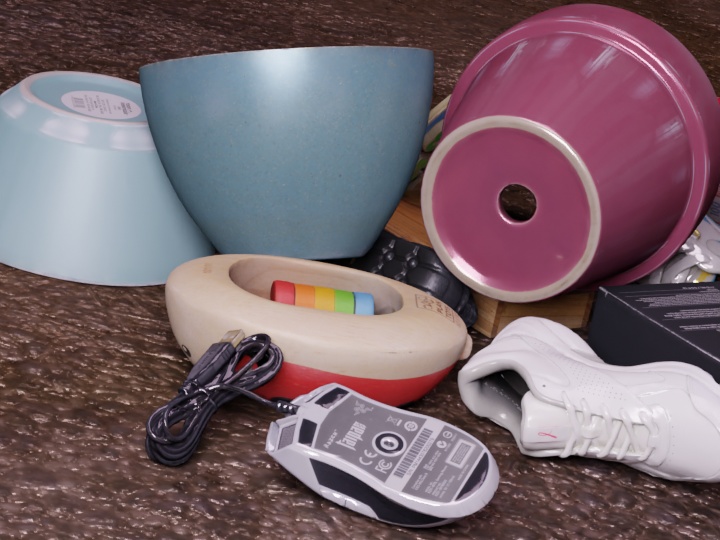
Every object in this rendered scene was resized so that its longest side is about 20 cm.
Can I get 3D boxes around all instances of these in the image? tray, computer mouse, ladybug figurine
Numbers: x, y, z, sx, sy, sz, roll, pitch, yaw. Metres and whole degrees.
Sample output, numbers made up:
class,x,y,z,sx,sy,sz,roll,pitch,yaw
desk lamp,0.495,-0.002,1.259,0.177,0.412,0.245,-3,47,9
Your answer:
class,x,y,z,sx,sy,sz,roll,pitch,yaw
tray,0.071,-0.009,1.738,0.098,0.037,0.200,-4,24,-40
computer mouse,-0.016,0.104,1.346,0.199,0.044,0.110,22,42,17
ladybug figurine,-0.028,0.043,1.476,0.198,0.072,0.136,10,18,-5

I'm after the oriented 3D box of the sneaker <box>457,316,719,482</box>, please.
class,x,y,z,sx,sy,sz,roll,pitch,yaw
sneaker,0.145,0.095,1.456,0.199,0.079,0.099,16,26,34

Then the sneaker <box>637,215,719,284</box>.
class,x,y,z,sx,sy,sz,roll,pitch,yaw
sneaker,0.227,-0.016,1.711,0.199,0.077,0.081,33,18,-13

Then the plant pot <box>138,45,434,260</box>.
class,x,y,z,sx,sy,sz,roll,pitch,yaw
plant pot,-0.046,-0.074,1.568,0.198,0.136,0.200,-3,0,0

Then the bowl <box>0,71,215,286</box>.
class,x,y,z,sx,sy,sz,roll,pitch,yaw
bowl,-0.193,-0.074,1.657,0.199,0.106,0.201,10,20,-4

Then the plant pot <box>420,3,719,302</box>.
class,x,y,z,sx,sy,sz,roll,pitch,yaw
plant pot,0.131,-0.067,1.592,0.199,0.201,0.179,19,25,19

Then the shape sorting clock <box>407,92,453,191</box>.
class,x,y,z,sx,sy,sz,roll,pitch,yaw
shape sorting clock,0.105,-0.111,1.837,0.199,0.200,0.039,-10,65,-47

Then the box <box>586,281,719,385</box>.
class,x,y,z,sx,sy,sz,roll,pitch,yaw
box,0.270,0.067,1.581,0.199,0.079,0.141,-2,20,-34

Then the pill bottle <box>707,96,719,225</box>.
class,x,y,z,sx,sy,sz,roll,pitch,yaw
pill bottle,0.271,-0.101,1.996,0.199,0.113,0.112,23,22,30

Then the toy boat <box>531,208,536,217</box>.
class,x,y,z,sx,sy,sz,roll,pitch,yaw
toy boat,0.190,-0.059,1.836,0.131,0.130,0.200,52,0,2

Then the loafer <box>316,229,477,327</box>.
class,x,y,z,sx,sy,sz,roll,pitch,yaw
loafer,0.000,0.000,1.644,0.200,0.068,0.070,22,-15,43
